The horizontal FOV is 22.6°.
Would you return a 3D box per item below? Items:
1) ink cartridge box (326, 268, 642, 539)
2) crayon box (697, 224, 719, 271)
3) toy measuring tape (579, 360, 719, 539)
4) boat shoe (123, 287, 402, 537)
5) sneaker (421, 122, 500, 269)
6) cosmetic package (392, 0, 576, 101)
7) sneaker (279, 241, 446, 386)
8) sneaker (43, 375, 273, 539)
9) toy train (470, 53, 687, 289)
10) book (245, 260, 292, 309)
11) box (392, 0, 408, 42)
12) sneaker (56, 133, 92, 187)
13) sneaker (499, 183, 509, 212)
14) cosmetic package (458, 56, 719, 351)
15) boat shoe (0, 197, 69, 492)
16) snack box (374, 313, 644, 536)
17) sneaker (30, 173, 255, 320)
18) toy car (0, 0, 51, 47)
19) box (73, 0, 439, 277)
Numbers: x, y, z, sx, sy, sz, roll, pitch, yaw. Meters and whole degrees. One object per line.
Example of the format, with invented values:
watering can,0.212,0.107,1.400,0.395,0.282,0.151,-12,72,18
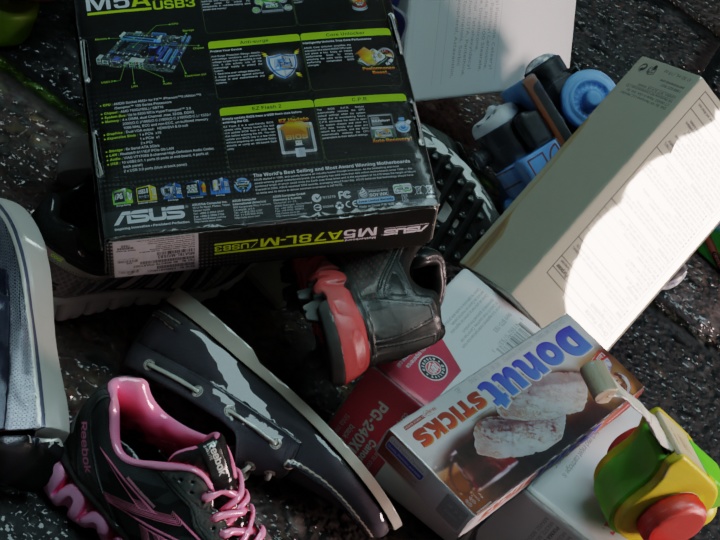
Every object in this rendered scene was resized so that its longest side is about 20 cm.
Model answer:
ink cartridge box,0.098,0.114,1.160,0.200,0.083,0.145,39,37,7
crayon box,0.361,-0.055,1.575,0.119,0.058,0.200,45,37,15
toy measuring tape,0.156,0.113,1.046,0.200,0.074,0.074,39,22,-49
boat shoe,-0.061,0.100,1.097,0.200,0.073,0.063,44,80,5
sneaker,0.057,-0.066,1.333,0.090,0.067,0.200,10,27,-47
cosmetic package,0.047,-0.230,1.398,0.167,0.167,0.200,18,20,42
sneaker,0.000,0.000,1.128,0.098,0.071,0.200,-13,29,-8
sneaker,-0.088,0.136,0.986,0.200,0.095,0.079,41,35,8
toy train,0.163,-0.060,1.339,0.114,0.087,0.200,-33,93,-11
book,-0.074,-0.073,1.280,0.200,0.048,0.134,48,37,16
box,-0.041,-0.182,1.329,0.032,0.121,0.200,-13,43,-45
sneaker,-0.105,-0.115,1.193,0.200,0.074,0.116,-7,76,4
sneaker,0.198,-0.037,1.434,0.200,0.066,0.079,10,54,-28
cosmetic package,0.175,-0.038,1.247,0.105,0.200,0.071,48,-8,-33
boat shoe,-0.227,0.030,1.016,0.093,0.075,0.200,13,40,-35
snack box,0.095,0.090,1.095,0.072,0.024,0.200,44,40,16
sneaker,-0.130,-0.027,1.129,0.200,0.087,0.074,-13,60,-35
toy car,-0.161,-0.232,1.284,0.200,0.164,0.158,21,38,-12
box,-0.067,-0.096,1.093,0.200,0.048,0.193,-7,56,-10
